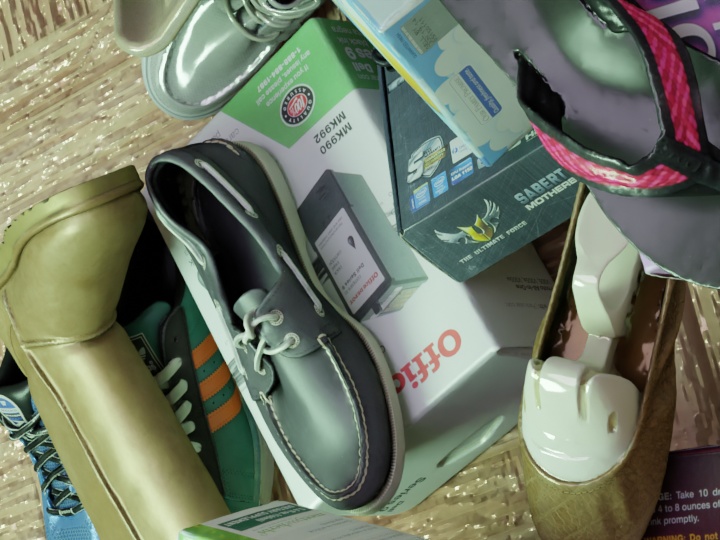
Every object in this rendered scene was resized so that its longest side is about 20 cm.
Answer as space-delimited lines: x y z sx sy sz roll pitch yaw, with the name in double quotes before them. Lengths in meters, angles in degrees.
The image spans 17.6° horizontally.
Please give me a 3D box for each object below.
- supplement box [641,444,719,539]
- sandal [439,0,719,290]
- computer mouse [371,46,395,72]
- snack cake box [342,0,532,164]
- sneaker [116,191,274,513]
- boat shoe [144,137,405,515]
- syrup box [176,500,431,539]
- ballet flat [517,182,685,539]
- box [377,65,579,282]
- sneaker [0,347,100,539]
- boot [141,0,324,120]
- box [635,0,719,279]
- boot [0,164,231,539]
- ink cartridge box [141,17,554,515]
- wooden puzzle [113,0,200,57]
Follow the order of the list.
"supplement box" 0.182 0.173 0.971 0.085 0.110 0.202 -10 81 36
"sandal" 0.087 -0.066 0.829 0.200 0.045 0.075 47 111 21
"computer mouse" 0.074 -0.167 1.054 0.200 0.034 0.059 -46 35 8
"snack cake box" 0.004 -0.150 0.996 0.067 0.115 0.200 -42 53 3
"sneaker" -0.099 0.056 1.220 0.071 0.080 0.202 -15 78 36
"boat shoe" -0.046 0.026 1.085 0.073 0.062 0.201 -39 65 30
"syrup box" 0.022 0.159 0.964 0.199 0.079 0.082 10 102 33
"ballet flat" 0.099 0.022 0.940 0.067 0.072 0.202 14 86 25
"box" 0.099 -0.108 1.049 0.199 0.051 0.159 -31 42 26
"sneaker" -0.166 0.089 1.266 0.078 0.089 0.202 -17 76 37
"boot" -0.050 -0.149 1.180 0.201 0.073 0.096 -56 14 20
"box" 0.179 -0.115 0.859 0.199 0.096 0.177 -28 70 34
"boot" -0.109 0.063 1.146 0.201 0.066 0.175 61 151 5
"ink cartridge box" 0.000 0.000 1.144 0.146 0.084 0.201 -43 63 28
"wooden puzzle" -0.072 -0.228 1.188 0.200 0.046 0.186 -48 26 23
